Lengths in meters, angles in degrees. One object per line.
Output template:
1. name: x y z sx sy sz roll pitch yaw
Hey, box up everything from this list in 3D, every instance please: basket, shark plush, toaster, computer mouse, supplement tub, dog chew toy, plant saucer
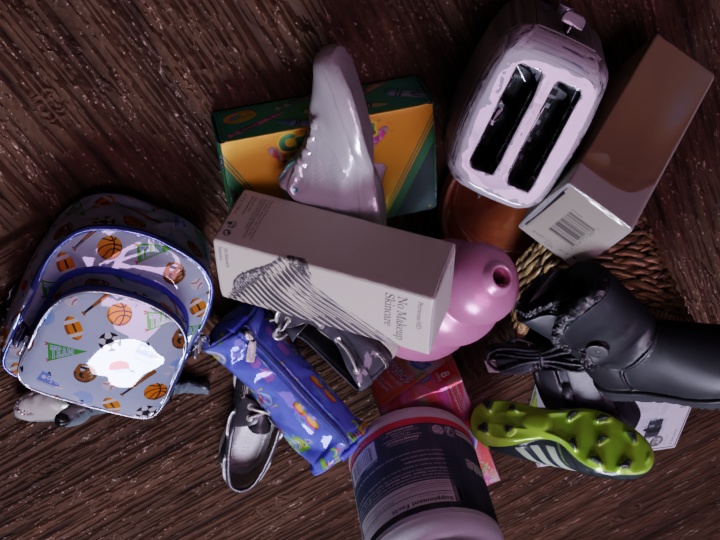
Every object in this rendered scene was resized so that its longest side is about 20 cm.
1. basket: 0.238 0.053 1.053 0.142 0.149 0.200 -13 154 -10
2. shark plush: -0.262 0.120 1.061 0.200 0.091 0.083 -14 154 -35
3. toaster: 0.141 -0.141 0.893 0.114 0.129 0.200 26 112 -4
4. computer mouse: 0.235 0.142 1.094 0.138 0.053 0.200 -8 142 41
5. supplement tub: 0.068 0.255 1.037 0.140 0.200 0.141 -6 131 -7
6. dog chew toy: 0.083 0.023 0.991 0.124 0.125 0.200 9 165 -24
7. plant saucer: 0.176 -0.080 1.044 0.200 0.032 0.201 -9 129 -11

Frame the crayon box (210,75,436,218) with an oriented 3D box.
1. crayon box: -0.031 -0.102 0.938 0.200 0.058 0.119 -12 130 -9

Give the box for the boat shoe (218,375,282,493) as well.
1. boat shoe: -0.116 0.164 1.119 0.074 0.060 0.200 13 121 -19

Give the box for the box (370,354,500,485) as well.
1. box: 0.086 0.176 1.173 0.102 0.095 0.200 -22 131 1

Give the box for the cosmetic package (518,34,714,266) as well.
1. cosmetic package: 0.235 -0.110 0.919 0.071 0.200 0.105 36 153 -3

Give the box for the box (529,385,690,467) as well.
1. box: 0.317 0.180 1.277 0.200 0.060 0.117 -6 129 -15

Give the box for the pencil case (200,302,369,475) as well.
1. pencil case: -0.077 0.120 1.032 0.078 0.087 0.200 -42 99 -13

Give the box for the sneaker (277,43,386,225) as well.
1. sneaker: -0.031 -0.097 0.865 0.088 0.075 0.200 -5 128 7

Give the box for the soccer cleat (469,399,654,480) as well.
1. soccer cleat: 0.216 0.183 1.075 0.200 0.068 0.081 10 155 25

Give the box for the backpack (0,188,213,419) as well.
1. backpack: -0.228 0.031 0.928 0.200 0.154 0.191 17 110 -26

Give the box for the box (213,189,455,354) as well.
1. box: -0.022 0.000 0.871 0.200 0.068 0.082 15 140 14

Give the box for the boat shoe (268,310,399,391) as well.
1. boat shoe: -0.059 0.044 0.982 0.200 0.073 0.063 34 74 2

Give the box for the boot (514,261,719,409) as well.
1. boot: 0.259 0.057 0.902 0.200 0.077 0.168 -9 142 44
